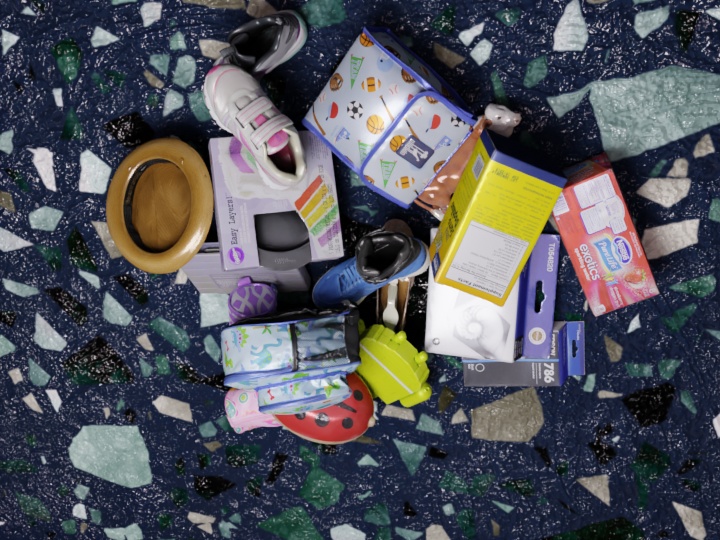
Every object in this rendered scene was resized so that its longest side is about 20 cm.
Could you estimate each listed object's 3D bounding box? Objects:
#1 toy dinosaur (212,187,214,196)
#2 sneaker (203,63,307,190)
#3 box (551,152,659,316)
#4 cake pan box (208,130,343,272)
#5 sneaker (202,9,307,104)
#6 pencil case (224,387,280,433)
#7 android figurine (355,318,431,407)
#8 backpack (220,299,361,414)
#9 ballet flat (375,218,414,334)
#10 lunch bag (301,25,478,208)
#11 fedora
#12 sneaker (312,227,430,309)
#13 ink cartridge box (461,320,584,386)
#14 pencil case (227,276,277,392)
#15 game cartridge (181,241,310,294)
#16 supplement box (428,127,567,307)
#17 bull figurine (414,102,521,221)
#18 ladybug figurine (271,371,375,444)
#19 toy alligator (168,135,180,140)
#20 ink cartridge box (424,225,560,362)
[{"bbox_3d":[-0.154,-0.061,1.215,0.197,0.059,0.101,23,161,-19],"label":"toy dinosaur"},{"bbox_3d":[-0.131,-0.195,1.054,0.081,0.088,0.201,-46,118,-13],"label":"sneaker"},{"bbox_3d":[0.345,-0.052,1.118,0.098,0.096,0.202,-22,107,20],"label":"box"},{"bbox_3d":[-0.125,-0.100,1.147,0.180,0.052,0.204,-5,88,-12],"label":"cake pan box"},{"bbox_3d":[-0.174,-0.297,1.100,0.199,0.140,0.078,-40,93,22],"label":"sneaker"},{"bbox_3d":[-0.136,0.228,1.346,0.196,0.088,0.089,-11,110,17],"label":"pencil case"},{"bbox_3d":[0.037,0.150,1.251,0.182,0.041,0.200,42,145,-4],"label":"android figurine"},{"bbox_3d":[-0.103,0.133,1.131,0.196,0.183,0.150,-3,79,-9],"label":"backpack"},{"bbox_3d":[0.054,0.022,1.228,0.067,0.067,0.204,3,113,9],"label":"ballet flat"},{"bbox_3d":[0.044,-0.212,1.088,0.200,0.124,0.170,43,117,5],"label":"lunch bag"},{"bbox_3d":[-0.292,-0.095,1.185,0.197,0.082,0.205,-1,86,18],"label":"fedora"},{"bbox_3d":[0.000,-0.001,1.147,0.197,0.111,0.078,-20,72,18],"label":"sneaker"},{"bbox_3d":[0.261,0.135,1.247,0.196,0.039,0.101,-4,111,13],"label":"ink cartridge box"},{"bbox_3d":[-0.178,0.109,1.275,0.083,0.086,0.203,-18,136,-26],"label":"pencil case"},{"bbox_3d":[-0.188,-0.006,1.251,0.196,0.039,0.130,-1,154,12],"label":"game cartridge"},{"bbox_3d":[0.183,-0.073,1.073,0.107,0.110,0.203,20,113,-8],"label":"supplement box"},{"bbox_3d":[0.164,-0.150,1.133,0.199,0.065,0.122,-35,103,22],"label":"bull figurine"},{"bbox_3d":[-0.066,0.203,1.247,0.197,0.072,0.138,20,74,2],"label":"ladybug figurine"},{"bbox_3d":[-0.291,-0.112,1.253,0.058,0.054,0.204,-4,111,13],"label":"toy alligator"},{"bbox_3d":[0.200,0.038,1.193,0.196,0.041,0.204,4,101,12],"label":"ink cartridge box"}]
